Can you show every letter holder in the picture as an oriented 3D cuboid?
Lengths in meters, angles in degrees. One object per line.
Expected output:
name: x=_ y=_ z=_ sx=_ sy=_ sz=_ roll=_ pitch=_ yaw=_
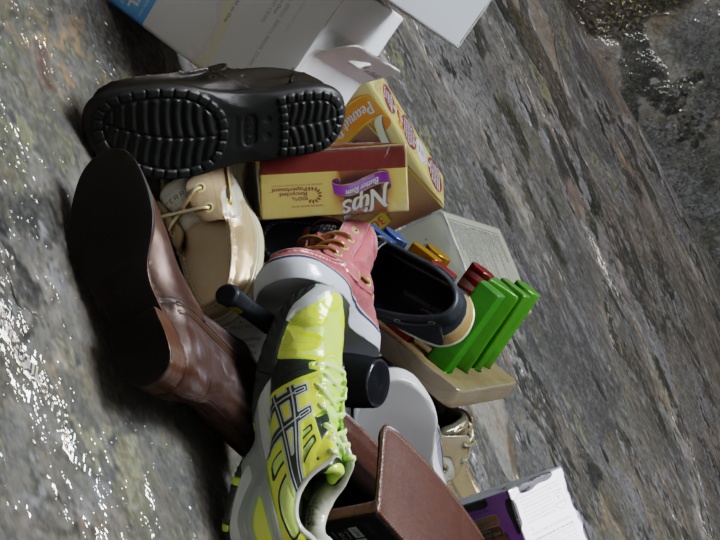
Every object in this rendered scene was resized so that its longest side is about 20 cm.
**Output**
letter holder: x=0.020 y=0.180 z=1.628 sx=0.200 sy=0.100 sz=0.143 roll=52 pitch=34 yaw=-43

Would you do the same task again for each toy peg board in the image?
toy peg board: x=0.053 y=0.016 z=1.872 sx=0.199 sy=0.098 sz=0.200 roll=38 pitch=10 yaw=15

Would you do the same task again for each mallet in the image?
mallet: x=-0.055 y=0.053 z=1.587 sx=0.200 sy=0.065 sz=0.042 roll=34 pitch=64 yaw=-47

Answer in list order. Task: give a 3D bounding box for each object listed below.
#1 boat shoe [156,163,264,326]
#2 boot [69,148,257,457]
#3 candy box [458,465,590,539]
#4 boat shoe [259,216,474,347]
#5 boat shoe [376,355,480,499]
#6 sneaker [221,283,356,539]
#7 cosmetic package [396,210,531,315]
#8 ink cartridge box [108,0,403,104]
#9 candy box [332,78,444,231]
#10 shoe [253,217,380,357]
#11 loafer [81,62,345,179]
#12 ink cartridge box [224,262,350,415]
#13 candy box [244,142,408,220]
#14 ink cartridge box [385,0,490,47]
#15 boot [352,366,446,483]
boat shoe: x=-0.122 y=-0.049 z=1.627 sx=0.069 sy=0.073 sz=0.201 roll=32 pitch=35 yaw=-41
boot: x=-0.123 y=0.029 z=1.521 sx=0.200 sy=0.064 sz=0.188 roll=37 pitch=36 yaw=-61
candy box: x=0.121 y=0.277 z=1.732 sx=0.071 sy=0.167 sz=0.202 roll=-19 pitch=86 yaw=-42
boat shoe: x=0.000 y=0.000 z=1.756 sx=0.075 sy=0.199 sz=0.062 roll=-61 pitch=165 yaw=-15
boat shoe: x=0.071 y=0.153 z=1.947 sx=0.201 sy=0.065 sz=0.072 roll=59 pitch=18 yaw=-24
sneaker: x=-0.033 y=0.110 z=1.509 sx=0.075 sy=0.076 sz=0.202 roll=21 pitch=77 yaw=-55
cosmetic package: x=0.093 y=0.010 z=2.175 sx=0.104 sy=0.087 sz=0.200 roll=68 pitch=17 yaw=13
ink cartridge box: x=-0.073 y=-0.202 z=1.730 sx=0.200 sy=0.126 sz=0.128 roll=38 pitch=8 yaw=19
candy box: x=-0.019 y=-0.122 z=1.954 sx=0.201 sy=0.115 sz=0.055 roll=57 pitch=19 yaw=-28
shoe: x=-0.032 y=-0.001 z=1.623 sx=0.200 sy=0.071 sz=0.092 roll=49 pitch=36 yaw=-66
loafer: x=-0.113 y=-0.114 z=1.600 sx=0.071 sy=0.198 sz=0.074 roll=-130 pitch=-136 yaw=-55
ink cartridge box: x=-0.057 y=0.111 z=1.674 sx=0.162 sy=0.057 sz=0.202 roll=35 pitch=55 yaw=-61
candy box: x=-0.031 y=-0.073 z=1.727 sx=0.200 sy=0.115 sz=0.057 roll=-162 pitch=-111 yaw=-83
ink cartridge box: x=0.002 y=-0.271 z=1.682 sx=0.200 sy=0.084 sz=0.144 roll=38 pitch=8 yaw=37
boot: x=0.029 y=0.132 z=1.812 sx=0.091 sy=0.072 sz=0.201 roll=-106 pitch=-177 yaw=-46
